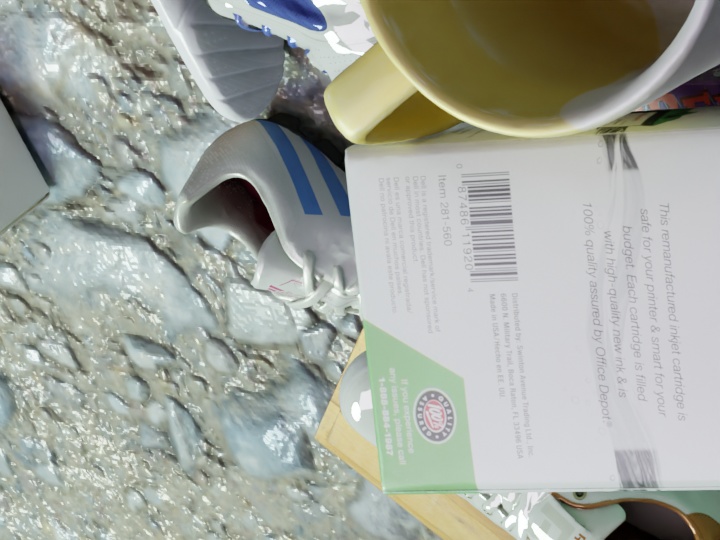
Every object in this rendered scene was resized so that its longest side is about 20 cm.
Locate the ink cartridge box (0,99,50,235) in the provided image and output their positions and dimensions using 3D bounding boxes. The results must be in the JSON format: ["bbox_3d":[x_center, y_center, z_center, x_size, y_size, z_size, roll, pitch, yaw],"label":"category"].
[{"bbox_3d":[-0.285,-0.071,1.515,0.199,0.084,0.145,-7,116,46],"label":"ink cartridge box"}]

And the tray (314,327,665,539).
[{"bbox_3d":[0.074,0.109,1.381,0.200,0.037,0.099,37,140,11],"label":"tray"}]

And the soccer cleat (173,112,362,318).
[{"bbox_3d":[0.000,0.000,1.315,0.199,0.086,0.070,30,138,19],"label":"soccer cleat"}]

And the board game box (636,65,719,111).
[{"bbox_3d":[0.191,-0.033,1.163,0.199,0.032,0.121,3,120,41],"label":"board game box"}]

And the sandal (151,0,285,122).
[{"bbox_3d":[-0.100,-0.158,1.278,0.059,0.079,0.207,3,126,37],"label":"sandal"}]

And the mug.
[{"bbox_3d":[0.081,-0.129,1.051,0.186,0.153,0.150,-3,95,30],"label":"mug"}]

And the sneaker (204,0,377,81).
[{"bbox_3d":[-0.002,-0.116,1.235,0.115,0.080,0.200,-6,111,49],"label":"sneaker"}]

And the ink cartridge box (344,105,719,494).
[{"bbox_3d":[0.105,0.011,1.118,0.199,0.084,0.147,-2,100,23],"label":"ink cartridge box"}]

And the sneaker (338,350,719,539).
[{"bbox_3d":[0.082,0.093,1.275,0.199,0.085,0.073,20,123,0],"label":"sneaker"}]
